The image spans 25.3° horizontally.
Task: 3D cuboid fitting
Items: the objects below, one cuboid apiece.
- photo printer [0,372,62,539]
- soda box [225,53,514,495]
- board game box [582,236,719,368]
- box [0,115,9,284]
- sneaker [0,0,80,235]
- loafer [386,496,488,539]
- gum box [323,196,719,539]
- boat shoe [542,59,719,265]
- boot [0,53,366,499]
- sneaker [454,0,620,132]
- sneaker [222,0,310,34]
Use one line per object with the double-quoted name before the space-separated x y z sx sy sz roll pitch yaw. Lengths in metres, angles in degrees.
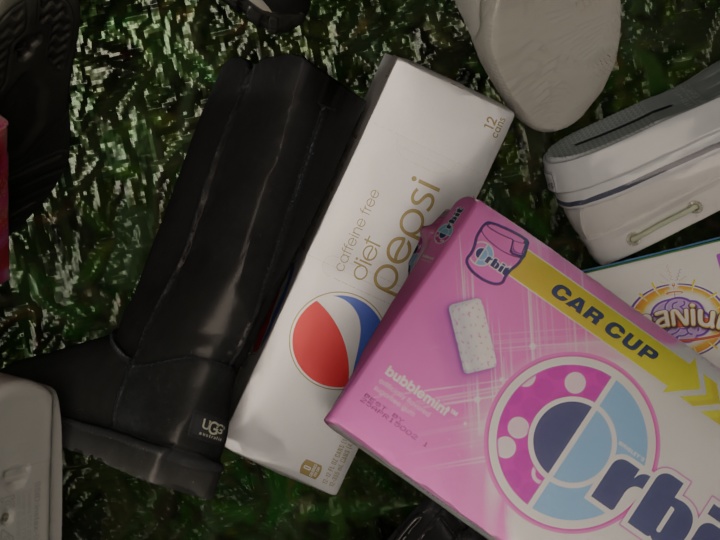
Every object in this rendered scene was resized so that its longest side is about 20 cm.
"photo printer" -0.231 0.117 0.763 0.199 0.069 0.168 8 100 35
"soda box" 0.000 0.000 0.770 0.063 0.068 0.201 24 97 -8
"board game box" 0.148 0.093 0.757 0.152 0.040 0.201 -13 79 1
"box" -0.250 -0.058 0.690 0.199 0.095 0.100 35 140 20
"sneaker" -0.190 -0.093 0.747 0.076 0.200 0.114 -27 66 -31
"loafer" -0.003 0.176 0.780 0.201 0.068 0.071 -44 68 27
"gum box" 0.087 0.069 0.697 0.199 0.066 0.114 35 83 1
"boat shoe" 0.188 -0.065 0.764 0.199 0.074 0.067 -22 109 15
"boot" -0.093 -0.007 0.770 0.164 0.065 0.201 12 82 43
"sneaker" 0.059 -0.161 0.756 0.075 0.088 0.201 -32 120 -14
"sneaker" -0.069 -0.194 0.655 0.087 0.076 0.200 -37 93 0
